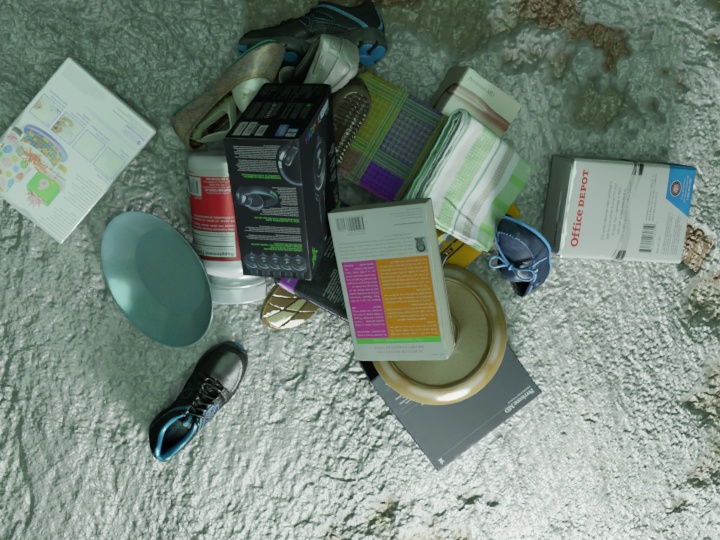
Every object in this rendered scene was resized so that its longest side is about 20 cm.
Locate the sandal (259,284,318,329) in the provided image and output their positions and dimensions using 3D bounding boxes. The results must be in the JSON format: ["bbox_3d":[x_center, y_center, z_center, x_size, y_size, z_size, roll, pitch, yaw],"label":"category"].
[{"bbox_3d":[-0.078,-0.002,1.280,0.080,0.054,0.201,38,78,-36],"label":"sandal"}]

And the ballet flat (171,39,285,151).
[{"bbox_3d":[-0.166,-0.220,1.169,0.199,0.068,0.068,-32,68,30],"label":"ballet flat"}]

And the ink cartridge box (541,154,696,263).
[{"bbox_3d":[0.383,-0.094,1.330,0.198,0.084,0.147,3,103,-11],"label":"ink cartridge box"}]

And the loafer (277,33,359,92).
[{"bbox_3d":[-0.082,-0.241,1.171,0.069,0.070,0.200,23,136,-32],"label":"loafer"}]

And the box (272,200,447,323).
[{"bbox_3d":[0.000,0.000,1.221,0.199,0.036,0.144,28,77,6],"label":"box"}]

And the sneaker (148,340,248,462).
[{"bbox_3d":[-0.229,0.192,1.279,0.073,0.082,0.200,37,93,-15],"label":"sneaker"}]

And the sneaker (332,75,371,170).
[{"bbox_3d":[-0.052,-0.179,1.220,0.070,0.076,0.200,30,116,-26],"label":"sneaker"}]

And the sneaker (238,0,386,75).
[{"bbox_3d":[-0.066,-0.316,1.202,0.198,0.073,0.083,-3,68,-2],"label":"sneaker"}]

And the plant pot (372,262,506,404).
[{"bbox_3d":[0.106,0.087,1.244,0.198,0.027,0.202,0,84,4],"label":"plant pot"}]

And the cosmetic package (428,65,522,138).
[{"bbox_3d":[0.126,-0.177,1.259,0.103,0.087,0.201,29,96,-15],"label":"cosmetic package"}]

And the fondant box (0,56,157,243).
[{"bbox_3d":[-0.388,-0.159,1.178,0.144,0.058,0.200,41,92,-17],"label":"fondant box"}]

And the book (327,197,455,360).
[{"bbox_3d":[0.039,0.015,1.135,0.133,0.048,0.202,-4,106,21],"label":"book"}]

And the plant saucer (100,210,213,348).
[{"bbox_3d":[-0.268,0.007,1.209,0.200,0.039,0.202,16,122,27],"label":"plant saucer"}]

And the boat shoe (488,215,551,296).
[{"bbox_3d":[0.234,-0.010,1.272,0.069,0.084,0.200,-56,146,-7],"label":"boat shoe"}]

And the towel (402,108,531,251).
[{"bbox_3d":[0.152,-0.113,1.190,0.199,0.031,0.150,24,97,-48],"label":"towel"}]

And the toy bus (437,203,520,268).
[{"bbox_3d":[0.137,-0.044,1.305,0.200,0.065,0.078,-43,105,2],"label":"toy bus"}]

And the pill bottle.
[{"bbox_3d":[-0.174,-0.061,1.215,0.111,0.112,0.202,-4,104,-10],"label":"pill bottle"}]

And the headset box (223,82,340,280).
[{"bbox_3d":[-0.090,-0.107,1.107,0.092,0.175,0.201,3,122,11],"label":"headset box"}]

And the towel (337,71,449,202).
[{"bbox_3d":[0.040,-0.175,1.217,0.199,0.023,0.144,32,95,25],"label":"towel"}]

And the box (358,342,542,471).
[{"bbox_3d":[0.132,0.159,1.330,0.199,0.104,0.183,-36,105,-1],"label":"box"}]
